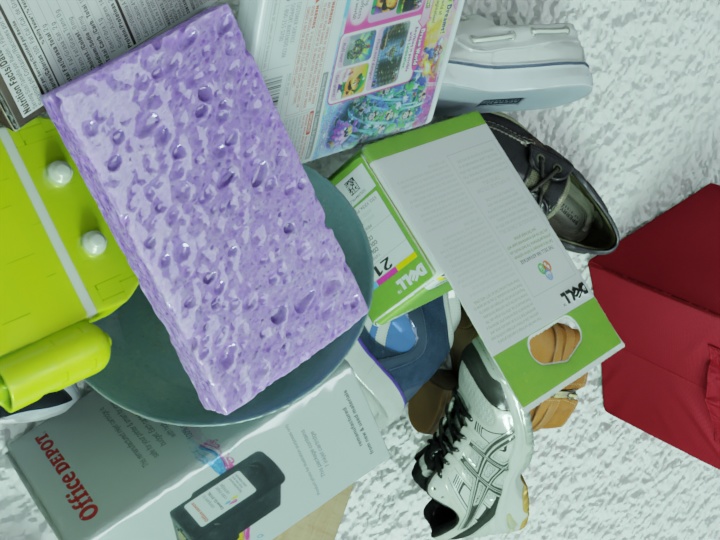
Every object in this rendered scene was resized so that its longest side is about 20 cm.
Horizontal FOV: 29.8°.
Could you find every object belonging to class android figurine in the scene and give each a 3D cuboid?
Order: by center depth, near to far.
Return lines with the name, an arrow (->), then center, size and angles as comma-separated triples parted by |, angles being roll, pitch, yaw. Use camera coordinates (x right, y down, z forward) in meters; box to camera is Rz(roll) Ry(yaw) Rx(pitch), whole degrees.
android figurine -> -0.204, -0.015, 0.768 | 0.199, 0.041, 0.183 | -23, 86, -34

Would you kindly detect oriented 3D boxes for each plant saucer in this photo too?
plant saucer -> -0.091, 0.012, 0.842 | 0.201, 0.201, 0.039 | -39, 157, -21

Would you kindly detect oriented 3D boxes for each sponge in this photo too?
sponge -> -0.079, -0.032, 0.743 | 0.111, 0.030, 0.201 | -35, 112, -25

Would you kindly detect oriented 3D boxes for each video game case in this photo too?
video game case -> -0.001, -0.158, 0.816 | 0.181, 0.024, 0.201 | -22, 139, -40

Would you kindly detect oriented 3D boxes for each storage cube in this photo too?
storage cube -> 0.331, 0.051, 1.197 | 0.199, 0.179, 0.172 | -31, 125, -28

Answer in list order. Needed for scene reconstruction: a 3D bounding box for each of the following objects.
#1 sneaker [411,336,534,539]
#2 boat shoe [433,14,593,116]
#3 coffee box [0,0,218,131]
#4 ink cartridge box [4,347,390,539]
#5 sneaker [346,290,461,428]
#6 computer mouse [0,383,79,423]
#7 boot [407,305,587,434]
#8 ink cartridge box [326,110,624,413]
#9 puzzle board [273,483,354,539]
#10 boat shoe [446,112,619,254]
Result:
sneaker -> 0.082, 0.140, 1.043 | 0.087, 0.076, 0.201 | -12, 127, -8
boat shoe -> 0.078, -0.153, 0.987 | 0.199, 0.073, 0.066 | -4, 78, -31
coffee box -> -0.149, -0.173, 0.750 | 0.200, 0.113, 0.080 | -37, 130, -21
ink cartridge box -> -0.106, 0.116, 0.866 | 0.199, 0.146, 0.083 | -33, 122, -15
sneaker -> 0.000, 0.000, 0.984 | 0.200, 0.080, 0.147 | 54, 54, -27
computer mouse -> -0.250, 0.059, 0.782 | 0.199, 0.109, 0.044 | -6, 120, -47
boot -> 0.135, 0.053, 1.097 | 0.154, 0.077, 0.201 | 4, 111, -34
ink cartridge box -> 0.072, 0.003, 0.932 | 0.148, 0.076, 0.201 | -23, 79, -50
puzzle board -> -0.105, 0.215, 0.948 | 0.150, 0.017, 0.201 | 23, 79, -13
boat shoe -> 0.139, -0.067, 1.066 | 0.200, 0.065, 0.072 | 33, 88, -42
